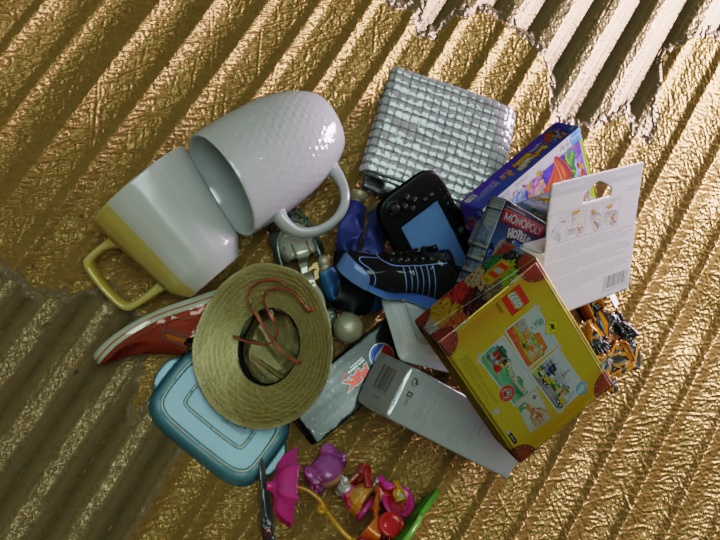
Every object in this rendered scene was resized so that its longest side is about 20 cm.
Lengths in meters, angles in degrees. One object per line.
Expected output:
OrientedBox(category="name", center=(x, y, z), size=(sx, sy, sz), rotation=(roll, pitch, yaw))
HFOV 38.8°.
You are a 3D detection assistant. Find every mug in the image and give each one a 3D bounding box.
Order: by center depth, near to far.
OrientedBox(category="mug", center=(-0.246, -0.043, 1.312), size=(0.154, 0.186, 0.150), rotation=(50, 41, -5))
OrientedBox(category="mug", center=(-0.097, -0.132, 1.331), size=(0.174, 0.148, 0.201), rotation=(-34, 80, -23))

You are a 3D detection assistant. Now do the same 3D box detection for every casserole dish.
OrientedBox(category="casserole dish", center=(-0.180, 0.187, 1.307), size=(0.199, 0.039, 0.122), rotation=(39, 75, -1))

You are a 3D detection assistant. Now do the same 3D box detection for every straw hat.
OrientedBox(category="straw hat", center=(-0.109, 0.097, 1.292), size=(0.197, 0.085, 0.205), rotation=(-1, 85, 15))

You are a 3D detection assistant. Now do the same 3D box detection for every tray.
OrientedBox(category="tray", center=(0.123, 0.090, 1.321), size=(0.198, 0.022, 0.108), rotation=(16, 39, -30))

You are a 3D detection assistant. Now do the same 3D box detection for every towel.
OrientedBox(category="towel", center=(0.103, -0.166, 1.408), size=(0.197, 0.086, 0.168), rotation=(16, 78, -7))

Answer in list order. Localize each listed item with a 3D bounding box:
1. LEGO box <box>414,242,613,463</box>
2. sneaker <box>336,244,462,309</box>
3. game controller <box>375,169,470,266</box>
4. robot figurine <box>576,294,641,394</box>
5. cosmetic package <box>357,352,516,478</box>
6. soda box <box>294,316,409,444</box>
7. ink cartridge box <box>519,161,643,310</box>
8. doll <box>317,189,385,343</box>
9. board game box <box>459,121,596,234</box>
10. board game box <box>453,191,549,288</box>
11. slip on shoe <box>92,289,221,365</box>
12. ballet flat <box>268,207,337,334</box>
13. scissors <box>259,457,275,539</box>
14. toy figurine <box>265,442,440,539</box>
OrientedBox(category="LEGO box", center=(0.181, 0.097, 1.196), size=(0.148, 0.077, 0.201), rotation=(-38, 113, -6))
OrientedBox(category="sneaker", center=(0.067, -0.001, 1.299), size=(0.197, 0.070, 0.079), rotation=(18, 109, -27))
OrientedBox(category="game controller", center=(0.098, -0.032, 1.354), size=(0.103, 0.042, 0.202), rotation=(-32, 115, -4))
OrientedBox(category="robot figurine", center=(0.304, 0.076, 1.400), size=(0.143, 0.058, 0.202), rotation=(-27, 83, -13))
OrientedBox(category="cosmetic package", center=(0.105, 0.183, 1.288), size=(0.198, 0.101, 0.075), rotation=(31, 85, -22))
OrientedBox(category="soda box", center=(-0.005, 0.137, 1.333), size=(0.199, 0.063, 0.071), rotation=(-39, 88, -14))
OrientedBox(category="ink cartridge box", center=(0.277, -0.042, 1.290), size=(0.198, 0.043, 0.177), rotation=(-15, 114, -40))
OrientedBox(category="doll", center=(0.000, 0.000, 1.347), size=(0.135, 0.048, 0.203), rotation=(24, 62, -28))
OrientedBox(category="board game box", center=(0.231, -0.088, 1.378), size=(0.199, 0.044, 0.136), rotation=(-40, 126, -24))
OrientedBox(category="board game box", center=(0.199, -0.019, 1.297), size=(0.199, 0.061, 0.203), rotation=(23, 87, -46))
OrientedBox(category="slip on shoe", center=(-0.244, 0.081, 1.304), size=(0.197, 0.074, 0.062), rotation=(-21, 85, -18))
OrientedBox(category="ballet flat", center=(-0.072, 0.001, 1.349), size=(0.071, 0.072, 0.204), rotation=(-14, 80, -12))
OrientedBox(category="scissors", center=(-0.109, 0.342, 1.284), size=(0.072, 0.014, 0.204), rotation=(9, 85, -3))
OrientedBox(category="toy figurine", center=(-0.023, 0.286, 1.273), size=(0.184, 0.151, 0.200), rotation=(41, 53, 7))
